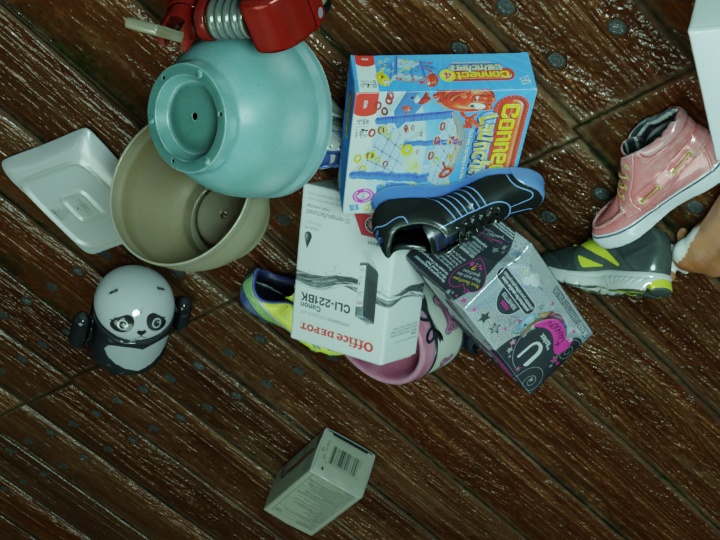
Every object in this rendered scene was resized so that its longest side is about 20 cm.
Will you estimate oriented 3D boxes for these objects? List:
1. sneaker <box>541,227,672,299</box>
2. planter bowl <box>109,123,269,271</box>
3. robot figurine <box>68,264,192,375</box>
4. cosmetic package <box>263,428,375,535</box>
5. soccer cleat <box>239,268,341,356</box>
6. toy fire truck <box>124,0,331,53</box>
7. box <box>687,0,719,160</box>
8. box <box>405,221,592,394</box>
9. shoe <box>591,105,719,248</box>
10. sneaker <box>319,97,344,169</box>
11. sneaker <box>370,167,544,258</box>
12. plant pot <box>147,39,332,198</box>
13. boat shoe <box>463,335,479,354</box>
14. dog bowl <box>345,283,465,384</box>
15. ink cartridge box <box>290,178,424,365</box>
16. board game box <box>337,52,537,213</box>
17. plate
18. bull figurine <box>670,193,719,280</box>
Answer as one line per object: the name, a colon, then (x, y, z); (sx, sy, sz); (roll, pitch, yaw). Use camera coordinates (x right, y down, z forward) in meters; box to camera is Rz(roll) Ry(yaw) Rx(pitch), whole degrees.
sneaker: (0.296, -0.015, 1.584); (0.074, 0.085, 0.199); (16, 175, -38)
planter bowl: (-0.194, -0.085, 1.671); (0.199, 0.202, 0.135); (4, 166, 24)
robot figurine: (-0.341, 0.079, 1.982); (0.124, 0.150, 0.200); (34, 144, 6)
cosmetic package: (-0.069, 0.351, 2.209); (0.103, 0.088, 0.200); (30, 142, -12)
soccer cleat: (-0.075, 0.059, 1.870); (0.199, 0.065, 0.084); (24, 141, -1)
toy fire truck: (-0.144, -0.270, 1.382); (0.175, 0.201, 0.129); (4, 140, 23)
box: (0.367, -0.219, 1.177); (0.106, 0.201, 0.153); (1, 137, 27)
box: (0.167, 0.032, 1.598); (0.132, 0.115, 0.200); (44, 177, 46)
shoe: (0.307, -0.103, 1.467); (0.091, 0.072, 0.200); (37, 136, -17)
sneaker: (-0.017, -0.145, 1.568); (0.199, 0.088, 0.075); (19, 142, 3)
sneaker: (0.112, -0.059, 1.488); (0.199, 0.078, 0.070); (-10, 144, 3)
plant pot: (-0.150, -0.173, 1.482); (0.199, 0.134, 0.202); (8, 104, 36)
boat shoe: (0.154, 0.074, 1.763); (0.199, 0.069, 0.084); (6, 140, 22)
dog bowl: (0.036, 0.061, 1.750); (0.199, 0.074, 0.201); (25, 135, 28)
ink cartridge box: (0.000, 0.000, 1.634); (0.144, 0.084, 0.201); (15, 107, 33)
board game box: (0.079, -0.148, 1.476); (0.194, 0.056, 0.201); (-2, 143, -7)
plate: (-0.383, -0.098, 1.865); (0.199, 0.032, 0.200); (-13, 131, 39)
bull figurine: (0.419, -0.035, 1.494); (0.121, 0.065, 0.200); (19, 146, -1)
